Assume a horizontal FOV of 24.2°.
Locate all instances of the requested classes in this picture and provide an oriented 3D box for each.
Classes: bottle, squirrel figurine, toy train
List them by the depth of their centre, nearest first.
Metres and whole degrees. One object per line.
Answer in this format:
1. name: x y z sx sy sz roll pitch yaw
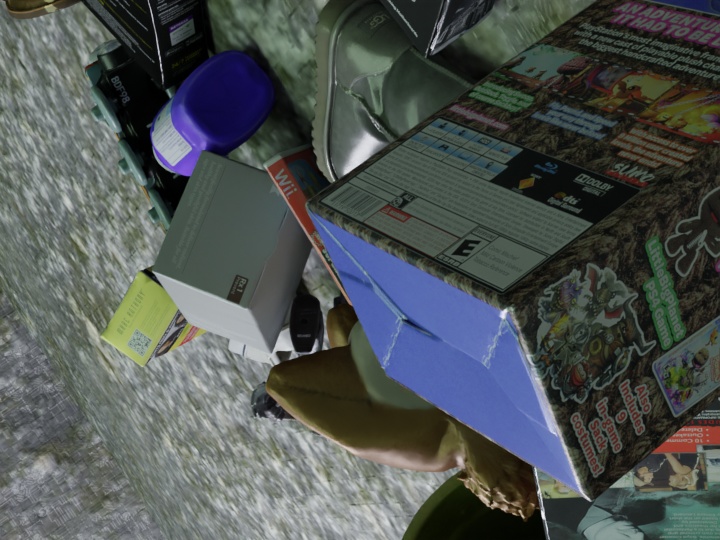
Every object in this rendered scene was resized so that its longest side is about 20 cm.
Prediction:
1. squirrel figurine: 0.067 0.075 1.058 0.199 0.142 0.187 37 -178 12
2. bottle: -0.127 -0.118 1.345 0.065 0.084 0.200 47 164 -7
3. toy train: -0.184 -0.117 1.509 0.201 0.085 0.114 63 170 -20

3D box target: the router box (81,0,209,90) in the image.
1. router box: -0.201 -0.260 1.337 0.200 0.051 0.150 47 158 26

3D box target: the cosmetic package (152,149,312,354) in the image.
1. cosmetic package: -0.096 -0.010 1.323 0.089 0.108 0.200 20 167 9

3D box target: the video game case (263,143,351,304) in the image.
1. video game case: 0.000 0.000 1.219 0.201 0.017 0.143 58 -170 -2

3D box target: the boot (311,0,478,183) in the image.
1. boot: 0.054 -0.063 1.018 0.200 0.072 0.183 37 157 29

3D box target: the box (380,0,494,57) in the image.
1. box: 0.004 -0.231 0.862 0.201 0.050 0.158 52 161 13

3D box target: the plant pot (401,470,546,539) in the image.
1. plant pot: 0.135 0.252 1.190 0.200 0.200 0.190 46 173 27

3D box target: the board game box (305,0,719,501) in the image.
1. board game box: 0.107 -0.025 0.708 0.159 0.199 0.097 29 149 55

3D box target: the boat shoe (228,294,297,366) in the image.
1. boat shoe: -0.076 0.041 1.537 0.069 0.071 0.200 26 154 3

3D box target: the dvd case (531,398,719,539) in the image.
1. dvd case: 0.169 0.118 0.934 0.022 0.144 0.201 -80 -19 -44

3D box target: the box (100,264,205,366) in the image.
1. box: -0.155 0.024 1.498 0.050 0.076 0.200 35 -163 8

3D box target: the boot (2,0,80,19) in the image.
1. boot: -0.306 -0.284 1.555 0.200 0.073 0.076 33 142 55

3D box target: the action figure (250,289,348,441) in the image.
1. action figure: -0.029 0.090 1.408 0.201 0.129 0.070 93 164 -54
